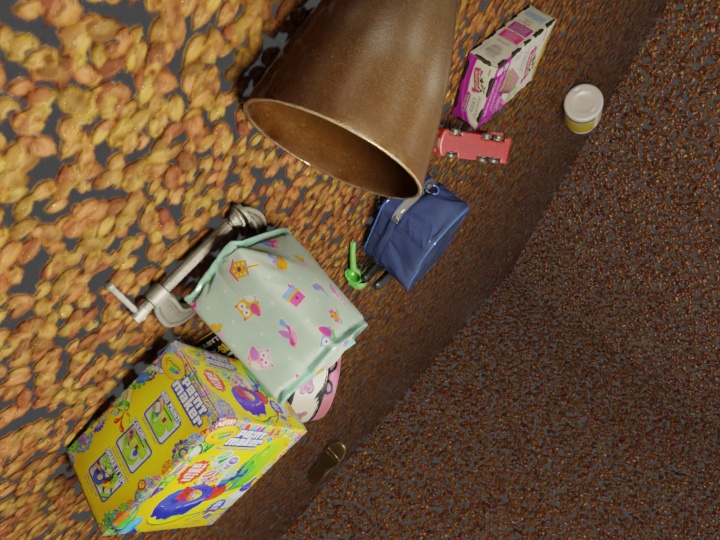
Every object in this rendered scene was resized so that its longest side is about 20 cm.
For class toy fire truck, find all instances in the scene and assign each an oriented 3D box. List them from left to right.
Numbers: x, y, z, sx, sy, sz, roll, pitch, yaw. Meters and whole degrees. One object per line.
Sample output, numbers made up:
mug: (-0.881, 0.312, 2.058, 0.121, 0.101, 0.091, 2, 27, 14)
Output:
toy fire truck: (0.197, -0.233, 1.112, 0.198, 0.141, 0.049, 1, 108, -24)

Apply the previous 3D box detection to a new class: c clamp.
c clamp: (-0.177, -0.006, 0.686, 0.200, 0.027, 0.171, -47, 163, -23)

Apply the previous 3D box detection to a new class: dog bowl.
dog bowl: (-0.089, 0.141, 0.934, 0.073, 0.201, 0.201, 9, 130, -19)

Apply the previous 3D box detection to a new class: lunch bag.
lunch bag: (-0.083, 0.043, 0.731, 0.122, 0.170, 0.200, -47, 174, 17)
lunch bag: (0.090, -0.080, 1.077, 0.136, 0.132, 0.201, -43, 166, -33)

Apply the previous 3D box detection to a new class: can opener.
can opener: (0.058, -0.012, 1.196, 0.200, 0.063, 0.079, -51, 160, -61)

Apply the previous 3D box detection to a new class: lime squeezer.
lime squeezer: (0.000, 0.000, 1.162, 0.071, 0.038, 0.200, -53, 163, 0)

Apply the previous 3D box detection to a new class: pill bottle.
pill bottle: (0.695, -0.497, 1.902, 0.115, 0.114, 0.200, -55, 163, 9)

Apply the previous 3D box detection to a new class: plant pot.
plant pot: (0.013, -0.202, 0.589, 0.202, 0.185, 0.187, -66, 164, -5)

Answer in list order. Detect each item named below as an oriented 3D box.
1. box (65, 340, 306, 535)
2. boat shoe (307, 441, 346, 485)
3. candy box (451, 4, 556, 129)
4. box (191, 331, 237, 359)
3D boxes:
box: (-0.209, 0.212, 0.764, 0.193, 0.122, 0.200, -45, 151, 5)
boat shoe: (-0.118, 0.681, 2.185, 0.200, 0.071, 0.064, -50, 171, 17)
candy box: (0.253, -0.359, 1.076, 0.200, 0.061, 0.137, -44, 161, -28)
box: (-0.203, 0.157, 0.912, 0.159, 0.049, 0.201, -39, 157, -45)
